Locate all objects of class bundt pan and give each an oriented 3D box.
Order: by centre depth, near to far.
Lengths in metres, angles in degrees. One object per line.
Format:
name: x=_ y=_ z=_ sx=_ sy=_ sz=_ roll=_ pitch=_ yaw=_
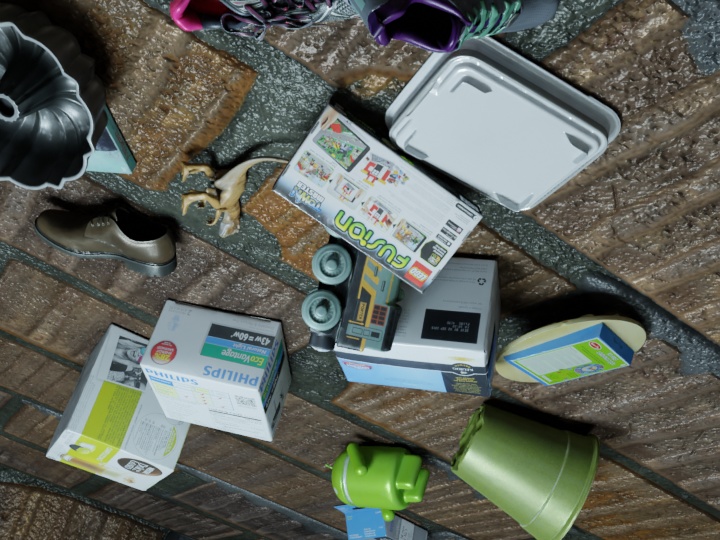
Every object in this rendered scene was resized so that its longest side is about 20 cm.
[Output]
bundt pan: x=-0.355 y=-0.190 z=0.861 sx=0.199 sy=0.076 sz=0.203 roll=9 pitch=132 yaw=10

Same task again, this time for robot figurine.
robot figurine: x=0.031 y=0.401 z=1.590 sx=0.198 sy=0.116 sz=0.176 roll=-4 pitch=134 yaw=29

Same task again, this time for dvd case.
dvd case: x=-0.382 y=-0.175 z=0.974 sx=0.197 sy=0.022 sz=0.147 roll=7 pitch=147 yaw=13

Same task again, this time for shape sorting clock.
shape sorting clock: x=0.275 y=0.104 z=1.080 sx=0.197 sy=0.040 sz=0.201 roll=-3 pitch=154 yaw=-2

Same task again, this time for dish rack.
dish rack: x=0.134 y=-0.132 z=0.810 sx=0.198 sy=0.044 sz=0.172 roll=26 pitch=147 yaw=-15

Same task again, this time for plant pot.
plant pot: x=0.255 y=0.312 z=1.329 sx=0.189 sy=0.201 sz=0.201 roll=28 pitch=148 yaw=3

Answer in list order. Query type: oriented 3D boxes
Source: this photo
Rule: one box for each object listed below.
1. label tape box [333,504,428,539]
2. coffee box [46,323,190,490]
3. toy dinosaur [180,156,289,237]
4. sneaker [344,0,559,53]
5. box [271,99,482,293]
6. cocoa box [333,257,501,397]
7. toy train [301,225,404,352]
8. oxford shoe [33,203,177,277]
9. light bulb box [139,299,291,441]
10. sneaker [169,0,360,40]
label tape box: x=0.044 y=0.631 z=1.984 sx=0.199 sy=0.064 sz=0.144 roll=34 pitch=142 yaw=-28
coffee box: x=-0.415 y=0.253 z=1.467 sx=0.196 sy=0.202 sz=0.199 roll=26 pitch=146 yaw=-18
toy dinosaur: x=-0.158 y=-0.105 z=0.973 sx=0.105 sy=0.061 sz=0.200 roll=-1 pitch=159 yaw=-22
sneaker: x=0.080 y=-0.194 z=0.632 sx=0.198 sy=0.088 sz=0.075 roll=-4 pitch=146 yaw=-26
box: x=0.018 y=-0.076 z=0.866 sx=0.199 sy=0.035 sz=0.110 roll=35 pitch=108 yaw=-11
cocoa box: x=0.075 y=0.068 z=1.050 sx=0.197 sy=0.135 sz=0.132 roll=4 pitch=149 yaw=16
toy train: x=0.000 y=0.000 z=0.942 sx=0.113 sy=0.202 sz=0.085 roll=13 pitch=-179 yaw=-2
oxford shoe: x=-0.342 y=-0.059 z=1.102 sx=0.197 sy=0.073 sz=0.085 roll=11 pitch=132 yaw=0
light bulb box: x=-0.227 y=0.165 z=1.328 sx=0.196 sy=0.126 sz=0.201 roll=11 pitch=147 yaw=7
sneaker: x=-0.068 y=-0.233 z=0.700 sx=0.198 sy=0.075 sz=0.081 roll=5 pitch=147 yaw=21
